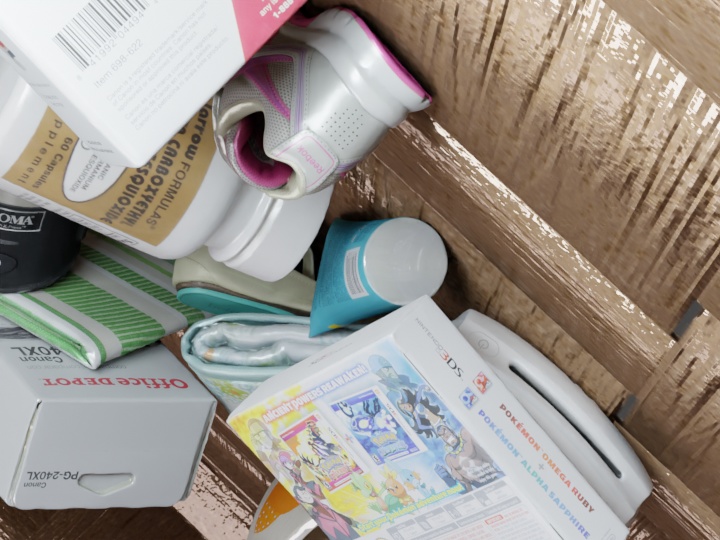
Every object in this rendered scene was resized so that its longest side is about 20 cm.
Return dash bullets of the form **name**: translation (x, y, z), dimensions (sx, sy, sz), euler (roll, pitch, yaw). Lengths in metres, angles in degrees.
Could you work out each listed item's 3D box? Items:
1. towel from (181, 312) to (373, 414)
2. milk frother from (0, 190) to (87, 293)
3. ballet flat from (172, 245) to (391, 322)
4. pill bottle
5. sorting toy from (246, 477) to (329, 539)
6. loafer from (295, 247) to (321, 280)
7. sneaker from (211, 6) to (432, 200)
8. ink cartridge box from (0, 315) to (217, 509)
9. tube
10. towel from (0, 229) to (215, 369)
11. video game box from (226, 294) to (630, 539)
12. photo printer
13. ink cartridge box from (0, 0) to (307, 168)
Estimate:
- **towel**: translation (-0.001, 0.087, 1.895), dimensions (0.199, 0.048, 0.171), euler (5, 154, 20)
- **milk frother**: translation (-0.198, -0.120, 1.873), dimensions (0.188, 0.180, 0.200), euler (114, 147, -44)
- **ballet flat**: translation (-0.028, 0.020, 1.900), dimensions (0.199, 0.070, 0.069), euler (25, 178, -22)
- **pill bottle**: translation (-0.120, -0.071, 1.648), dimensions (0.199, 0.115, 0.114), euler (24, 178, -22)
- **sorting toy**: translation (0.046, 0.161, 2.028), dimensions (0.199, 0.107, 0.180), euler (6, 176, -24)
- **loafer**: translation (-0.070, -0.003, 1.969), dimensions (0.201, 0.070, 0.068), euler (45, 180, -1)
- **sneaker**: translation (-0.043, -0.086, 1.474), dimensions (0.081, 0.088, 0.200), euler (47, 170, -16)
- **ink cartridge box**: translation (-0.208, 0.070, 1.923), dimensions (0.145, 0.084, 0.200), euler (2, -152, -39)
- **tube**: translation (0.000, 0.000, 1.736), dimensions (0.050, 0.078, 0.200), euler (20, 173, -13)
- **towel**: translation (-0.181, 0.009, 1.951), dimensions (0.152, 0.023, 0.200), euler (28, -159, 20)
- **video game box**: translation (0.035, 0.118, 1.675), dimensions (0.182, 0.047, 0.200), euler (48, 146, -9)
- **photo printer**: translation (0.076, 0.115, 1.733), dimensions (0.166, 0.069, 0.200), euler (44, 147, -3)
- **ink cartridge box**: translation (-0.127, -0.168, 1.316), dimensions (0.200, 0.145, 0.083), euler (47, 171, -14)
